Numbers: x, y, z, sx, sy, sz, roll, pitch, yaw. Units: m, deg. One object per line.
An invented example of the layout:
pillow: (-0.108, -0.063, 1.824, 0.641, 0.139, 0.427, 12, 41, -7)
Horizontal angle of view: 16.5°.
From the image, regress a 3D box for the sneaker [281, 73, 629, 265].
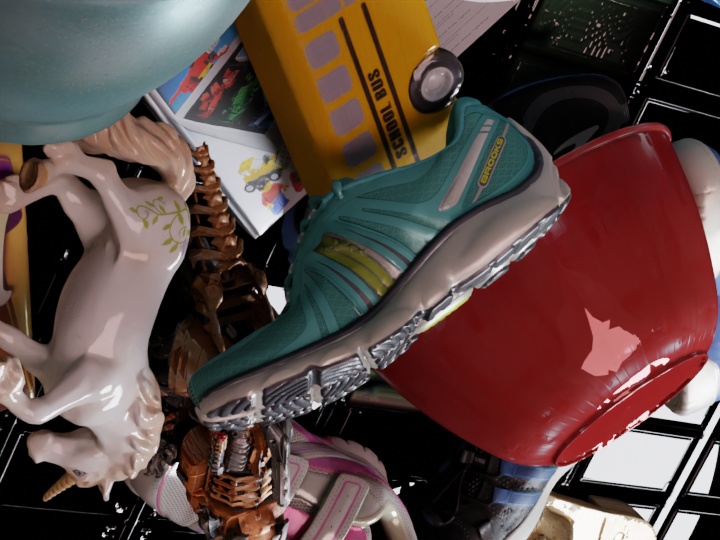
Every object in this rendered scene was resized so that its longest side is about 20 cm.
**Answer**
sneaker: (0.058, -0.042, 1.245, 0.199, 0.083, 0.071, -24, 97, -23)

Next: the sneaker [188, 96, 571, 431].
sneaker: (0.000, 0.000, 1.105, 0.200, 0.080, 0.078, -38, 171, -16)

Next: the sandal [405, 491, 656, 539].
sandal: (0.108, 0.171, 1.449, 0.211, 0.070, 0.078, 6, 115, -40)

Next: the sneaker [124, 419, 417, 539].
sneaker: (-0.035, 0.119, 1.288, 0.200, 0.088, 0.081, 22, 105, -44)

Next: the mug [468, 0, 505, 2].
mug: (0.081, -0.196, 1.017, 0.175, 0.148, 0.200, 15, 122, -35)

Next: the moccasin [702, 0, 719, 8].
moccasin: (0.143, -0.195, 1.230, 0.068, 0.080, 0.200, -59, 149, 5)

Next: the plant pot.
plant pot: (-0.129, -0.136, 0.979, 0.200, 0.200, 0.134, -14, 144, -30)

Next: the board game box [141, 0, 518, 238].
board game box: (-0.011, -0.123, 1.176, 0.200, 0.035, 0.126, -42, 135, -6)

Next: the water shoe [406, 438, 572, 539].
water shoe: (0.076, 0.093, 1.374, 0.200, 0.071, 0.079, -46, 132, -20)

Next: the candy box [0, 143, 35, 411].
candy box: (-0.207, -0.018, 1.085, 0.116, 0.056, 0.200, -20, 131, -28)

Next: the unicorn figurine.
unicorn figurine: (-0.123, 0.024, 1.091, 0.137, 0.074, 0.200, 20, 103, -48)

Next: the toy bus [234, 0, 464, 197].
toy bus: (-0.011, -0.113, 1.113, 0.078, 0.065, 0.200, -34, 134, -12)

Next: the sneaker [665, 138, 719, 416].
sneaker: (0.217, -0.010, 1.399, 0.111, 0.077, 0.200, -23, 135, -16)

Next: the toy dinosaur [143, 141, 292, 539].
toy dinosaur: (-0.066, 0.039, 1.168, 0.102, 0.136, 0.201, 7, 105, -36)

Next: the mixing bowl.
mixing bowl: (0.106, 0.029, 1.261, 0.200, 0.109, 0.200, -32, 164, -10)
